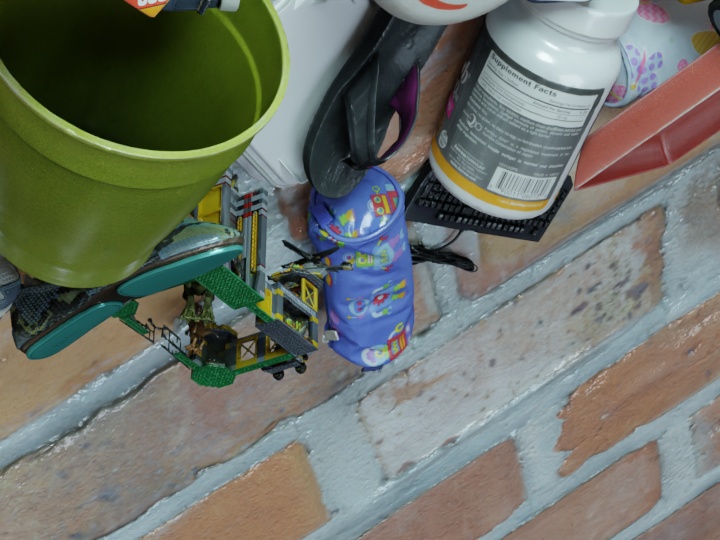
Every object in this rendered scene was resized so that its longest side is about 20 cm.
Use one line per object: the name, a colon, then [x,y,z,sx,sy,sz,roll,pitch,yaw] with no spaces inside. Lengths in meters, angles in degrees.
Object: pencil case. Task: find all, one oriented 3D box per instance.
pencil case: [0.000,0.000,1.582,0.086,0.078,0.201,-26,145,-15]
pencil case: [0.275,-0.208,1.594,0.199,0.091,0.084,-25,118,-22]

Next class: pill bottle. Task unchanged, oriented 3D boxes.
pill bottle: [0.138,-0.149,1.502,0.115,0.117,0.201,-8,136,-38]

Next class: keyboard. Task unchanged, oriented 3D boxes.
keyboard: [0.102,-0.045,1.680,0.199,0.021,0.128,8,125,-47]

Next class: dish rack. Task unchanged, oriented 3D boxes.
dish rack: [-0.039,-0.146,1.401,0.171,0.044,0.200,-40,146,2]

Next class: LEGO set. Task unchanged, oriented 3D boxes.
LEGO set: [-0.113,-0.005,1.468,0.153,0.117,0.199,-23,142,32]

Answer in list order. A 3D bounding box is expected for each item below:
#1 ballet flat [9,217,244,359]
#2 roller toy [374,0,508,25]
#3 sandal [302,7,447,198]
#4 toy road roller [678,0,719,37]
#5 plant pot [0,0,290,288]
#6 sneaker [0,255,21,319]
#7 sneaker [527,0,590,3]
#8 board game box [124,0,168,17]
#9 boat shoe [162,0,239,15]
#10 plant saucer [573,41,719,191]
ballet flat: [-0.176,-0.005,1.352,0.199,0.075,0.074,-26,151,18]
roller toy: [0.058,-0.263,1.263,0.182,0.140,0.200,-40,148,4]
sandal: [0.016,-0.128,1.391,0.075,0.048,0.202,-3,131,-42]
toy road roller: [0.280,-0.271,1.400,0.123,0.200,0.146,-40,154,-7]
plant pot: [-0.169,-0.093,1.224,0.199,0.201,0.193,-14,151,-32]
sneaker: [-0.290,-0.024,1.276,0.086,0.078,0.199,-49,146,10]
sneaker: [0.174,-0.274,1.390,0.199,0.109,0.070,-35,148,-5]
board game box: [-0.144,-0.298,0.969,0.200,0.200,0.199,-45,146,11]
boat shoe: [-0.103,-0.257,1.143,0.061,0.075,0.202,-2,110,-13]
plant saucer: [0.282,-0.141,1.556,0.199,0.037,0.199,-36,170,32]
